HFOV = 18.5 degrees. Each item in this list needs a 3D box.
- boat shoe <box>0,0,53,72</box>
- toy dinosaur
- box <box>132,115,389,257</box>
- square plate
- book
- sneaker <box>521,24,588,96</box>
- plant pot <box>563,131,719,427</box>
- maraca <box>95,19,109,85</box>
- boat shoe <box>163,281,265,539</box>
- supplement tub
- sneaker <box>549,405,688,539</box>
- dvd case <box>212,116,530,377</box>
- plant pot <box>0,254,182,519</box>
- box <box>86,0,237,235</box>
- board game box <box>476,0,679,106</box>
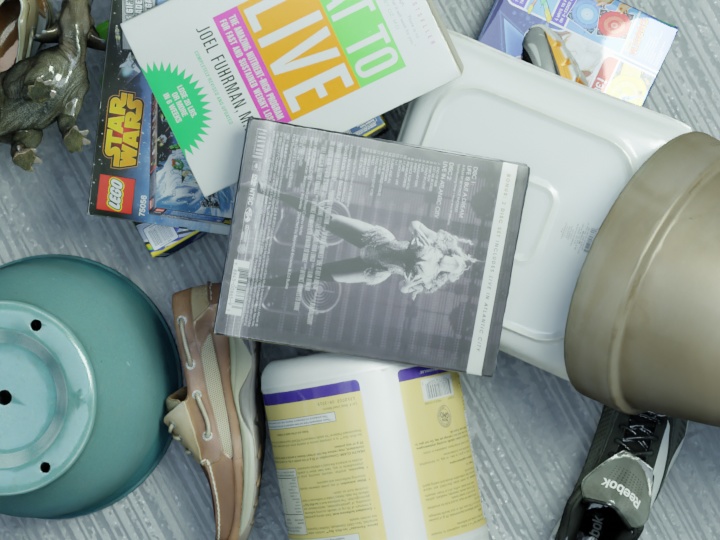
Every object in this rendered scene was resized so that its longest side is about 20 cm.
[{"bbox_3d":[-0.299,-0.127,1.652,0.074,0.068,0.201,26,93,0],"label":"boat shoe"},{"bbox_3d":[-0.242,-0.119,1.583,0.200,0.103,0.077,-41,118,20],"label":"toy dinosaur"},{"bbox_3d":[-0.080,-0.084,1.636,0.199,0.070,0.065,-29,89,3],"label":"box"},{"bbox_3d":[0.107,-0.042,1.547,0.197,0.028,0.201,22,103,10],"label":"square plate"},{"bbox_3d":[-0.046,-0.154,1.514,0.199,0.048,0.134,-25,101,11],"label":"book"},{"bbox_3d":[0.137,-0.077,1.585,0.077,0.078,0.202,-11,85,16],"label":"sneaker"},{"bbox_3d":[0.264,0.029,1.497,0.173,0.200,0.201,26,91,29],"label":"plant pot"},{"bbox_3d":[-0.108,-0.193,1.622,0.137,0.107,0.200,40,101,-11],"label":"maraca"},{"bbox_3d":[-0.108,0.104,1.627,0.071,0.076,0.202,-1,99,1],"label":"boat shoe"},{"bbox_3d":[0.013,0.153,1.591,0.144,0.145,0.202,-10,89,4],"label":"supplement tub"},{"bbox_3d":[0.193,0.148,1.606,0.066,0.090,0.201,24,91,3],"label":"sneaker"},{"bbox_3d":[0.008,-0.015,1.509,0.198,0.016,0.150,9,94,-10],"label":"dvd case"},{"bbox_3d":[-0.240,0.089,1.588,0.198,0.188,0.202,0,90,4],"label":"plant pot"},{"bbox_3d":[-0.114,-0.129,1.562,0.136,0.040,0.202,9,104,0],"label":"box"},{"bbox_3d":[0.134,-0.116,1.639,0.135,0.034,0.201,26,91,3],"label":"board game box"}]
